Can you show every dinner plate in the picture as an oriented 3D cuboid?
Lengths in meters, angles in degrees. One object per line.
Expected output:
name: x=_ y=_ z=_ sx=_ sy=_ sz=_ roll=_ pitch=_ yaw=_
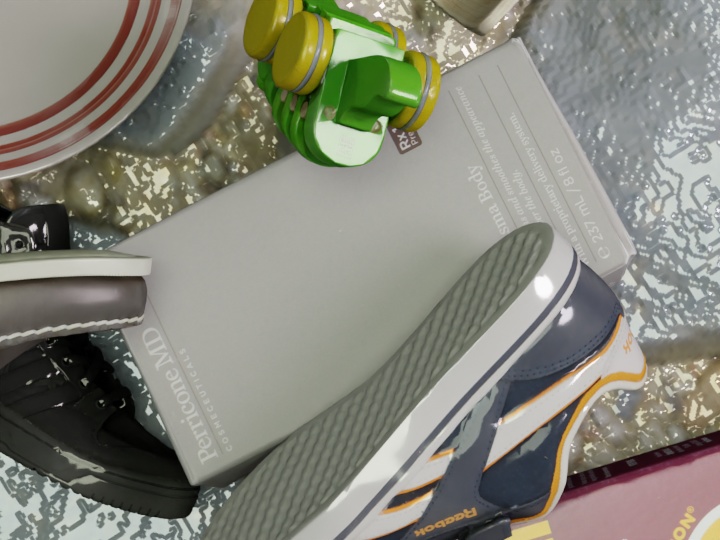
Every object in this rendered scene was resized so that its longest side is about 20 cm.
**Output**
dinner plate: x=-0.168 y=-0.128 z=0.980 sx=0.198 sy=0.024 sz=0.202 roll=1 pitch=72 yaw=-4

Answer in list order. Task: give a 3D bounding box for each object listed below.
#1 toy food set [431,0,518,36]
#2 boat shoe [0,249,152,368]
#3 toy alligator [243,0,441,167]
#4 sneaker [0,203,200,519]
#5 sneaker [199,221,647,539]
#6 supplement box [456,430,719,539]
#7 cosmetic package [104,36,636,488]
toy food set: x=0.026 y=-0.214 z=0.972 sx=0.200 sy=0.060 sz=0.144 roll=42 pitch=90 yaw=5
boat shoe: x=-0.176 y=0.029 z=0.887 sx=0.200 sy=0.072 sz=0.061 roll=-7 pitch=90 yaw=-6
toy alligator: x=-0.021 y=-0.082 z=0.920 sx=0.059 sy=0.200 sz=0.055 roll=17 pitch=105 yaw=-25
sneaker: x=-0.142 y=0.018 z=0.973 sx=0.199 sy=0.060 sz=0.105 roll=25 pitch=93 yaw=9
sneaker: x=0.025 y=0.078 z=0.883 sx=0.200 sy=0.079 sz=0.079 roll=-43 pitch=112 yaw=9
supplement box: x=0.125 y=0.130 z=0.940 sx=0.199 sy=0.086 sz=0.111 roll=-17 pitch=87 yaw=3
cosmetic package: x=0.000 y=0.000 z=0.952 sx=0.199 sy=0.090 sz=0.107 roll=-28 pitch=83 yaw=-1
